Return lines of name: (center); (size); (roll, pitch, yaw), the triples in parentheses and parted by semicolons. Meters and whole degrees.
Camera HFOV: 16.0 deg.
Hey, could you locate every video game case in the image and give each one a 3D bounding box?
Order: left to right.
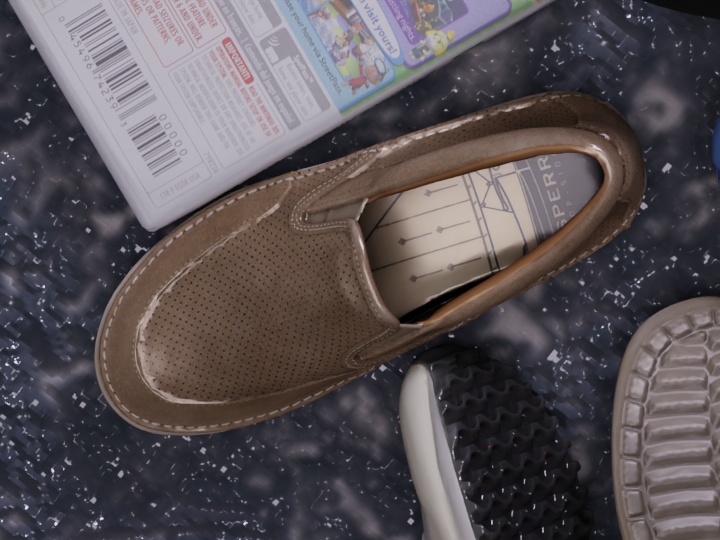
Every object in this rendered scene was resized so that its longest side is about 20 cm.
video game case: (-0.043, -0.142, 0.843); (0.182, 0.022, 0.200); (-30, 94, 10)

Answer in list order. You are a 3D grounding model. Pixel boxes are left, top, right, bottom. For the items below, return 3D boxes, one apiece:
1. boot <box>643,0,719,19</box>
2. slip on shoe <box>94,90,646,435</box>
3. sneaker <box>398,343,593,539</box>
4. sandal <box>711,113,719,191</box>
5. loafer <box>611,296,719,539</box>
boot: (0.153, -0.171, 0.788); (0.200, 0.069, 0.174); (-1, 75, 19)
slip on shoe: (0.000, 0.000, 0.846); (0.200, 0.061, 0.076); (-21, 98, 9)
sneaker: (0.037, 0.128, 0.861); (0.093, 0.070, 0.200); (-23, 85, 35)
sandal: (0.183, 0.019, 0.820); (0.079, 0.087, 0.200); (-36, 93, 12)
loafer: (0.124, 0.109, 0.852); (0.076, 0.068, 0.200); (-9, 83, -3)
